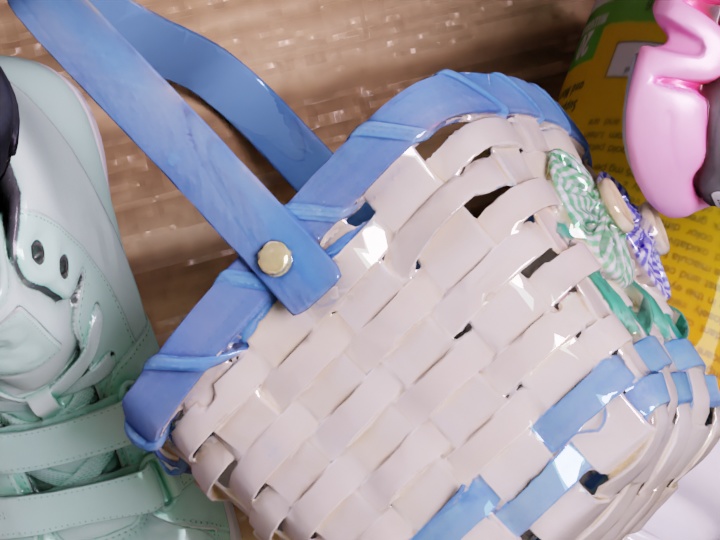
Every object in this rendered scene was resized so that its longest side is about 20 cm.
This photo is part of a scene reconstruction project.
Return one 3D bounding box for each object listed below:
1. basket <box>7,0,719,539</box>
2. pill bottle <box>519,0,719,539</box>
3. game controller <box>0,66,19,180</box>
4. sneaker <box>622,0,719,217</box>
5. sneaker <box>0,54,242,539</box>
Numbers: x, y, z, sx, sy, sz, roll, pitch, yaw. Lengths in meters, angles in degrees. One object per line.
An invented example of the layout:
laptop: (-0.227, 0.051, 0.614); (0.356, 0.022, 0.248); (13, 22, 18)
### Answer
basket: (0.000, 0.000, 0.723); (0.200, 0.176, 0.139); (42, 98, 14)
pill bottle: (0.094, 0.017, 0.834); (0.111, 0.111, 0.201); (29, 73, -24)
game controller: (-0.178, -0.071, 0.641); (0.200, 0.042, 0.104); (41, 57, 2)
sneaker: (0.141, -0.102, 0.709); (0.079, 0.095, 0.201); (19, 88, -65)
sneaker: (-0.091, 0.040, 0.720); (0.073, 0.118, 0.202); (-18, 89, 10)
